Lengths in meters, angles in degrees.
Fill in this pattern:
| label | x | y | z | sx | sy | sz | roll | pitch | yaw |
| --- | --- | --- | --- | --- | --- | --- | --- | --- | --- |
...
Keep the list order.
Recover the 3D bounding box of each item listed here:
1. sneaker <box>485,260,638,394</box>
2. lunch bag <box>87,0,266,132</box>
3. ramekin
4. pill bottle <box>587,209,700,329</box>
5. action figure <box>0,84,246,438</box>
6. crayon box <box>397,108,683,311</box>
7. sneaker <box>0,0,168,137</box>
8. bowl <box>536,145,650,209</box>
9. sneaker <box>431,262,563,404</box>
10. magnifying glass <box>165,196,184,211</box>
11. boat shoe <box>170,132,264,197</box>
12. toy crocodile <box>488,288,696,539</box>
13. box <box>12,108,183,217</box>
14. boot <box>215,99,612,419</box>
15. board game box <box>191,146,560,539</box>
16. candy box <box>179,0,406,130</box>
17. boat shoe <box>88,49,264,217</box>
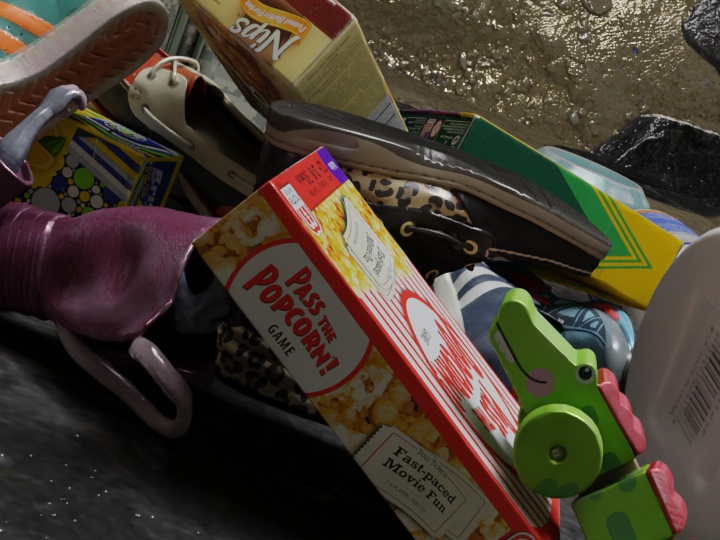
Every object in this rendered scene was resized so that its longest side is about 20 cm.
| label | x | y | z | sx | sy | sz | roll | pitch | yaw |
| --- | --- | --- | --- | --- | --- | --- | --- | --- | --- |
| sneaker | 0.105 | 0.046 | 0.998 | 0.094 | 0.080 | 0.199 | 5 | 11 | -31 |
| lunch bag | -0.125 | -0.160 | 1.111 | 0.166 | 0.202 | 0.139 | 19 | 8 | -16 |
| ramekin | 0.225 | 0.070 | 0.808 | 0.096 | 0.203 | 0.201 | 12 | 15 | -16 |
| pill bottle | 0.266 | 0.024 | 1.252 | 0.111 | 0.113 | 0.200 | 20 | 13 | -13 |
| action figure | -0.151 | 0.004 | 0.706 | 0.197 | 0.135 | 0.150 | 12 | 54 | 6 |
| crayon box | 0.104 | -0.046 | 1.031 | 0.171 | 0.059 | 0.200 | 30 | -2 | -17 |
| sneaker | -0.212 | -0.121 | 0.852 | 0.199 | 0.072 | 0.080 | -33 | 63 | -22 |
| bowl | 0.224 | -0.061 | 1.552 | 0.199 | 0.106 | 0.201 | 21 | 13 | -5 |
| sneaker | 0.080 | 0.029 | 0.918 | 0.083 | 0.076 | 0.201 | 2 | 32 | -3 |
| magnifying glass | -0.213 | -0.071 | 1.002 | 0.198 | 0.023 | 0.080 | 22 | 13 | -3 |
| boat shoe | -0.092 | -0.081 | 1.041 | 0.198 | 0.068 | 0.057 | 13 | 53 | -37 |
| toy crocodile | 0.111 | 0.098 | 0.625 | 0.202 | 0.061 | 0.067 | 63 | 11 | 2 |
| box | -0.217 | -0.082 | 0.925 | 0.198 | 0.071 | 0.064 | 26 | 11 | 12 |
| boot | 0.022 | 0.008 | 0.791 | 0.198 | 0.152 | 0.073 | 18 | 12 | -17 |
| board game box | 0.015 | 0.043 | 0.672 | 0.201 | 0.046 | 0.152 | 53 | 12 | -5 |
| candy box | -0.038 | -0.122 | 0.886 | 0.115 | 0.055 | 0.200 | 43 | -3 | 20 |
| boat shoe | -0.113 | -0.102 | 0.953 | 0.200 | 0.063 | 0.071 | 48 | 45 | 2 |
